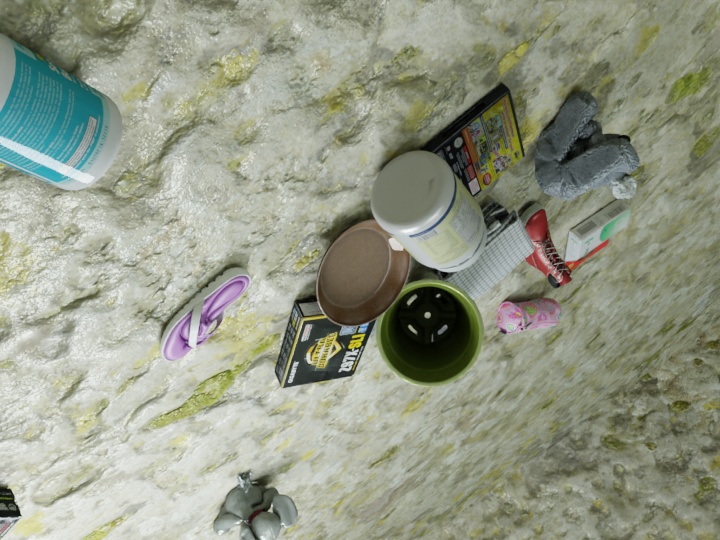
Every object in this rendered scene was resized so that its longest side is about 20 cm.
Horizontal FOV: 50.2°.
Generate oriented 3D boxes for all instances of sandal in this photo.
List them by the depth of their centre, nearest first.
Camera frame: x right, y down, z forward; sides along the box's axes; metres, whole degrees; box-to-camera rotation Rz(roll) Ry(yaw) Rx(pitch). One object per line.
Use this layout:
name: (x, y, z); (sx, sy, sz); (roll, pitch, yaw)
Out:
sandal: (-0.244, 0.078, 1.211); (0.203, 0.050, 0.082); (-49, 148, 15)

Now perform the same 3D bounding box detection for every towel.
towel: (0.241, -0.040, 1.552); (0.200, 0.086, 0.165); (-42, 148, 6)

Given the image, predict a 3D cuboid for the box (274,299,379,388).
box: (-0.065, 0.133, 1.449); (0.158, 0.050, 0.201); (-7, 138, -29)

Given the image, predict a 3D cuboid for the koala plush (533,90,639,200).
koala plush: (0.448, -0.216, 1.478); (0.199, 0.178, 0.184); (-1, 144, -46)

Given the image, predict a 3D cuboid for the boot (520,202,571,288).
boot: (0.407, -0.047, 1.658); (0.072, 0.145, 0.200); (-33, 147, -7)

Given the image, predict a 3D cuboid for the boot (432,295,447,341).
boot: (0.172, 0.108, 1.683); (0.200, 0.070, 0.132); (-48, 153, -9)

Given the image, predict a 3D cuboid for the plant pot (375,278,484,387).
plant pot: (0.133, 0.104, 1.500); (0.200, 0.200, 0.190); (-44, -178, 8)

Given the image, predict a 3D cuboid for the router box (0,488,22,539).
router box: (-0.657, 0.423, 1.200); (0.200, 0.062, 0.150); (-45, 148, 9)

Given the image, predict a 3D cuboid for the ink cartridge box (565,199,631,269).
ink cartridge box: (0.586, -0.068, 1.918); (0.160, 0.050, 0.201); (-32, 146, -12)

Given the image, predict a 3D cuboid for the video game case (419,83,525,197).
video game case: (0.201, -0.206, 1.348); (0.180, 0.026, 0.200); (-39, 148, -1)

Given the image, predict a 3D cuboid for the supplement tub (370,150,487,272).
supplement tub: (0.120, -0.091, 1.276); (0.145, 0.145, 0.200); (-43, 144, 6)

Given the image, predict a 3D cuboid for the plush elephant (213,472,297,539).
plush elephant: (-0.234, 0.569, 1.749); (0.164, 0.155, 0.201); (-22, 145, -27)

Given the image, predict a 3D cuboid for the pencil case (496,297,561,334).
pencil case: (0.427, 0.116, 1.948); (0.199, 0.088, 0.088); (-3, 134, -46)

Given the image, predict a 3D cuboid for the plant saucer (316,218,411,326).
plant saucer: (0.000, 0.000, 1.341); (0.199, 0.037, 0.202); (-17, 122, -29)

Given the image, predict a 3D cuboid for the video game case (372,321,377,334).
video game case: (-0.006, 0.073, 1.491); (0.142, 0.018, 0.201); (-18, 143, -32)

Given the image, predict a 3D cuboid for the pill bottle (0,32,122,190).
pill bottle: (-0.338, -0.160, 0.745); (0.111, 0.111, 0.200); (-45, 149, 10)
